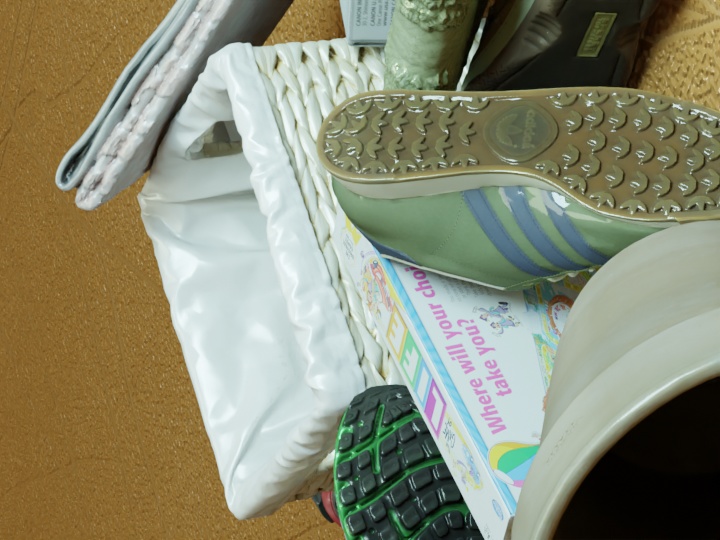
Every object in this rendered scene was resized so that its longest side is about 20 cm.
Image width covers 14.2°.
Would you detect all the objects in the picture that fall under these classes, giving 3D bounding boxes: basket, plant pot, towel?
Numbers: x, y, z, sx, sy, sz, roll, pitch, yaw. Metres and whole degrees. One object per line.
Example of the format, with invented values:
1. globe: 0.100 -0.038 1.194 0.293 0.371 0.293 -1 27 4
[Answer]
1. basket: 0.000 0.000 1.481 0.198 0.161 0.200 126 130 -63
2. plant pot: 0.143 0.071 1.071 0.174 0.200 0.200 -106 14 -61
3. towel: -0.071 -0.135 1.521 0.032 0.191 0.200 38 117 3
4. towel: 0.048 -0.158 1.320 0.148 0.036 0.200 101 -173 -49

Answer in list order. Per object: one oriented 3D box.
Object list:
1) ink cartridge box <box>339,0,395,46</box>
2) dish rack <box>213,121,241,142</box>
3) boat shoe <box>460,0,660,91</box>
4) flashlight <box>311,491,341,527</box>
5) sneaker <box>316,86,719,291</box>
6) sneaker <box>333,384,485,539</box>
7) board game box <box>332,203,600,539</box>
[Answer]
1. ink cartridge box: 0.011 -0.239 1.428 0.174 0.043 0.200 -100 12 -55
2. dish rack: -0.058 -0.002 1.704 0.172 0.043 0.200 -111 5 -47
3. boat shoe: 0.094 -0.126 1.320 0.200 0.072 0.076 124 146 -56
4. flashlight: 0.032 0.157 1.612 0.200 0.068 0.068 -127 35 -52
5. sneaker: 0.085 -0.030 1.263 0.090 0.200 0.067 74 -155 -55
6. sneaker: 0.028 0.149 1.303 0.085 0.078 0.200 140 118 -67
7. board game box: 0.086 0.033 1.308 0.034 0.134 0.200 102 151 -46
